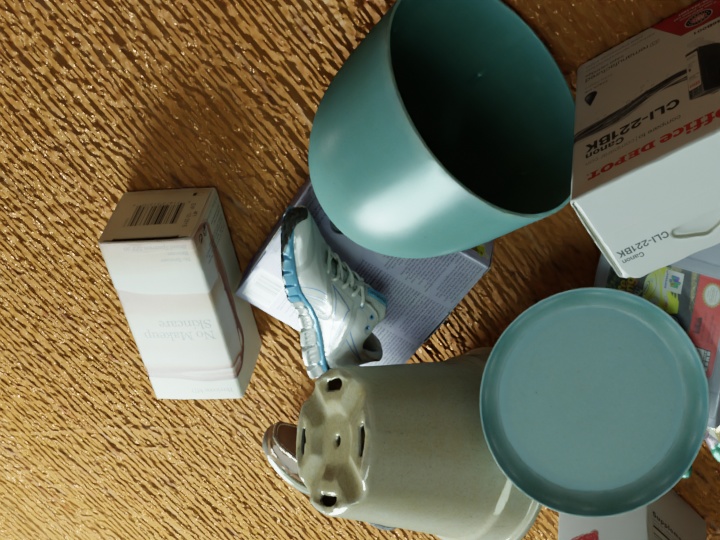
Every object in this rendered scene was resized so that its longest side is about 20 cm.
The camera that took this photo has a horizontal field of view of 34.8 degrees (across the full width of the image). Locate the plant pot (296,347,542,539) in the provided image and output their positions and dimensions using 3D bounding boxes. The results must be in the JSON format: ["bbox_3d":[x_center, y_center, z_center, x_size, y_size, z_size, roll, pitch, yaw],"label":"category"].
[{"bbox_3d":[0.047,0.164,1.082,0.182,0.202,0.201,9,137,-32],"label":"plant pot"}]

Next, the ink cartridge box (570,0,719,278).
[{"bbox_3d":[0.239,-0.106,0.859,0.144,0.201,0.084,-26,119,29],"label":"ink cartridge box"}]

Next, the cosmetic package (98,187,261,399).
[{"bbox_3d":[-0.173,0.026,1.134,0.102,0.088,0.201,-3,128,14],"label":"cosmetic package"}]

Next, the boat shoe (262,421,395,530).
[{"bbox_3d":[-0.015,0.213,1.265,0.199,0.076,0.072,29,126,-23],"label":"boat shoe"}]

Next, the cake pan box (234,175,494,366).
[{"bbox_3d":[0.000,0.000,1.099,0.183,0.052,0.200,30,128,-9],"label":"cake pan box"}]

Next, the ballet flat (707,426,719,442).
[{"bbox_3d":[0.329,0.104,1.084,0.063,0.069,0.201,-21,100,36],"label":"ballet flat"}]

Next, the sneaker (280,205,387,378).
[{"bbox_3d":[-0.021,0.016,1.048,0.086,0.075,0.201,-5,136,9],"label":"sneaker"}]

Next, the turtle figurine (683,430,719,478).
[{"bbox_3d":[0.257,0.148,1.124,0.198,0.102,0.150,17,165,-19],"label":"turtle figurine"}]

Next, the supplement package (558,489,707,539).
[{"bbox_3d":[0.284,0.328,1.199,0.121,0.201,0.120,-32,116,32],"label":"supplement package"}]

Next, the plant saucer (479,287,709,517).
[{"bbox_3d":[0.204,0.115,1.012,0.198,0.027,0.202,0,92,5],"label":"plant saucer"}]

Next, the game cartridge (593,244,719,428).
[{"bbox_3d":[0.273,0.033,1.022,0.132,0.041,0.202,20,120,33],"label":"game cartridge"}]

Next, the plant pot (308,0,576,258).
[{"bbox_3d":[0.052,-0.103,0.918,0.200,0.201,0.161,38,139,-18],"label":"plant pot"}]
